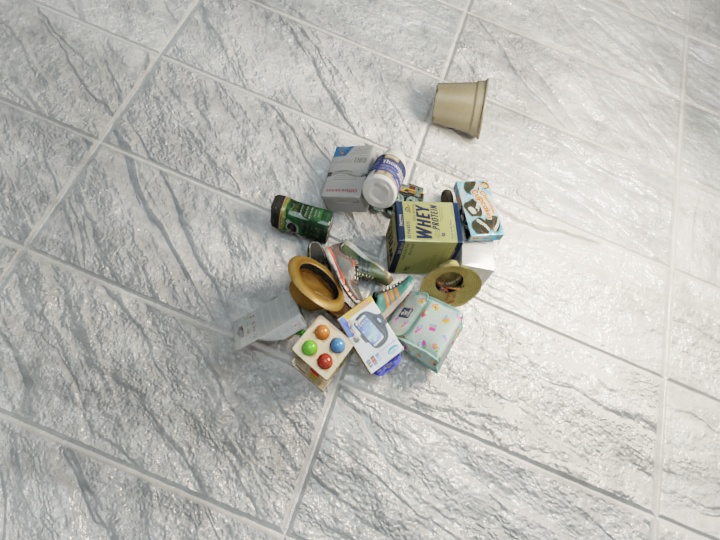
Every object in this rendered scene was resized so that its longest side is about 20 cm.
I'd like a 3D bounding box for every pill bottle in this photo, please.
[{"bbox_3d":[0.082,-0.293,1.631,0.108,0.113,0.203,23,44,1],"label":"pill bottle"}]

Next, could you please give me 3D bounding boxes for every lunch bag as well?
[{"bbox_3d":[0.180,0.165,1.533,0.196,0.123,0.172,29,67,22],"label":"lunch bag"}]

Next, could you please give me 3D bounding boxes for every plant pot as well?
[{"bbox_3d":[0.349,-0.585,1.867,0.177,0.202,0.207,10,64,8],"label":"plant pot"}]

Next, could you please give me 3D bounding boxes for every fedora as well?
[{"bbox_3d":[-0.136,0.054,1.469,0.198,0.082,0.203,34,28,-21],"label":"fedora"}]

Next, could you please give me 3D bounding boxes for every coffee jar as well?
[{"bbox_3d":[-0.183,-0.159,1.621,0.193,0.105,0.088,18,59,-2],"label":"coffee jar"}]

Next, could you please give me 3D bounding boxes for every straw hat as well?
[{"bbox_3d":[0.264,0.020,1.578,0.193,0.204,0.087,8,49,-6],"label":"straw hat"}]

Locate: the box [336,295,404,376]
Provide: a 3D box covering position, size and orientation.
[{"bbox_3d":[0.033,0.189,1.466,0.117,0.042,0.203,-33,82,-9],"label":"box"}]

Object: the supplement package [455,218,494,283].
[{"bbox_3d":[0.355,-0.074,1.669,0.105,0.115,0.207,9,63,-5],"label":"supplement package"}]

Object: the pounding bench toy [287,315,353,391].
[{"bbox_3d":[-0.134,0.202,1.440,0.198,0.157,0.125,38,65,9],"label":"pounding bench toy"}]

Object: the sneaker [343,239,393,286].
[{"bbox_3d":[0.000,0.000,1.606,0.198,0.068,0.090,39,70,12],"label":"sneaker"}]

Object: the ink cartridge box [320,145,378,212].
[{"bbox_3d":[-0.029,-0.294,1.690,0.140,0.085,0.206,3,62,24],"label":"ink cartridge box"}]

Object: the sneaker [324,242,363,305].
[{"bbox_3d":[-0.031,0.005,1.535,0.080,0.077,0.204,-28,80,-6],"label":"sneaker"}]

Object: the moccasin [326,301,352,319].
[{"bbox_3d":[-0.017,0.168,1.523,0.200,0.074,0.078,42,80,6],"label":"moccasin"}]

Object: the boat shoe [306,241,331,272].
[{"bbox_3d":[-0.117,0.000,1.581,0.069,0.066,0.208,-6,70,-16],"label":"boat shoe"}]

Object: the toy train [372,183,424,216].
[{"bbox_3d":[0.120,-0.240,1.726,0.193,0.087,0.117,15,51,1],"label":"toy train"}]

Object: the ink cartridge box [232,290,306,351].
[{"bbox_3d":[-0.254,0.149,1.461,0.196,0.163,0.058,-32,118,-2],"label":"ink cartridge box"}]

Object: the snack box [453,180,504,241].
[{"bbox_3d":[0.367,-0.188,1.642,0.112,0.037,0.206,-3,62,-13],"label":"snack box"}]

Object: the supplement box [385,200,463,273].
[{"bbox_3d":[0.187,-0.097,1.600,0.192,0.202,0.139,1,63,-7],"label":"supplement box"}]

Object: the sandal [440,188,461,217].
[{"bbox_3d":[0.282,-0.189,1.712,0.052,0.083,0.205,3,51,-13],"label":"sandal"}]

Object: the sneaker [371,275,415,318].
[{"bbox_3d":[0.082,0.077,1.569,0.080,0.071,0.200,44,74,3],"label":"sneaker"}]
